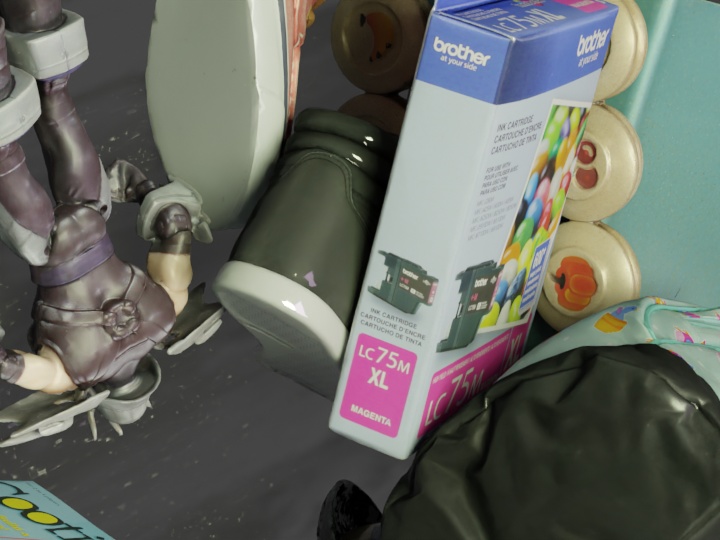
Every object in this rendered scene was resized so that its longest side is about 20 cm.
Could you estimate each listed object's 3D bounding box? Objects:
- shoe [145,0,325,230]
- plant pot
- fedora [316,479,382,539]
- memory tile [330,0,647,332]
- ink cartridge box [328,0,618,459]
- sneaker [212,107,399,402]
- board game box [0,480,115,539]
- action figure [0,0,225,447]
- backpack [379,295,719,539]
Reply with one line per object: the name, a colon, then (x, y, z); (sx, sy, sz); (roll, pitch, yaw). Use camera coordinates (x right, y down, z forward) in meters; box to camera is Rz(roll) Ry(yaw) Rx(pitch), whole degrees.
shoe: (-0.032, -0.119, 0.807); (0.091, 0.071, 0.200); (-14, 108, -43)
plant pot: (0.102, -0.035, 0.918); (0.141, 0.141, 0.200); (6, 104, -45)
fedora: (0.060, 0.172, 0.879); (0.092, 0.201, 0.201); (-25, 125, 9)
memory tile: (0.050, -0.073, 0.843); (0.017, 0.153, 0.200); (-15, 109, -55)
ink cartridge box: (0.049, -0.037, 0.766); (0.119, 0.042, 0.200); (-25, 131, -62)
sneaker: (0.000, 0.000, 0.821); (0.099, 0.071, 0.200); (-63, 164, -13)
board game box: (-0.174, 0.136, 0.681); (0.200, 0.105, 0.103); (9, 103, -49)
action figure: (-0.115, -0.020, 0.755); (0.130, 0.069, 0.200); (-42, 130, -39)
backpack: (0.112, 0.083, 0.786); (0.200, 0.167, 0.127); (2, 61, -59)
